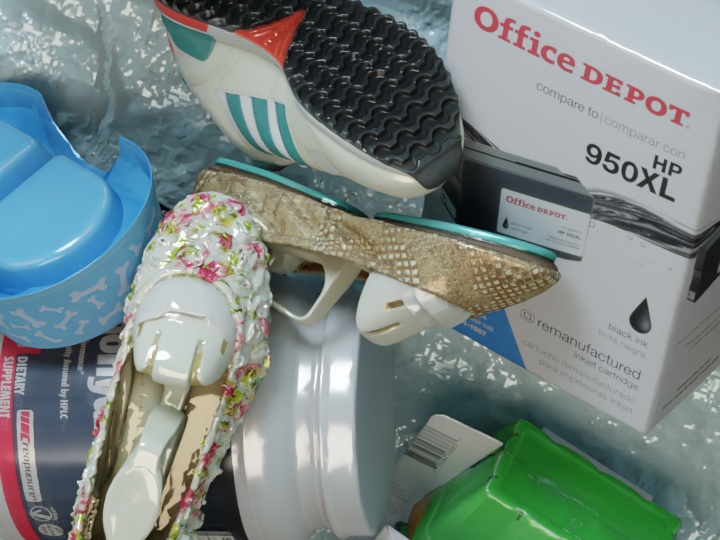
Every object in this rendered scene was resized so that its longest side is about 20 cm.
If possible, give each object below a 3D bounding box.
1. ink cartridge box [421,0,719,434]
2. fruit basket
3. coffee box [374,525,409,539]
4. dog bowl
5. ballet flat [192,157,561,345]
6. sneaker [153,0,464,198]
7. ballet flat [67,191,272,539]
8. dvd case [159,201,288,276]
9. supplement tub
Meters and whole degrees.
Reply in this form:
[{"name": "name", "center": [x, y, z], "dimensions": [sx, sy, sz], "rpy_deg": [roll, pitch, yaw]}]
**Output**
[{"name": "ink cartridge box", "center": [0.111, -0.047, 0.970], "dimensions": [0.145, 0.084, 0.200], "rpy_deg": [29, 134, 25]}, {"name": "fruit basket", "center": [0.082, 0.174, 1.156], "dimensions": [0.185, 0.094, 0.200], "rpy_deg": [32, 141, 0]}, {"name": "coffee box", "center": [-0.002, 0.227, 1.101], "dimensions": [0.080, 0.113, 0.200], "rpy_deg": [35, 156, 7]}, {"name": "dog bowl", "center": [-0.171, -0.026, 1.033], "dimensions": [0.200, 0.111, 0.050], "rpy_deg": [28, 154, 44]}, {"name": "ballet flat", "center": [0.000, 0.000, 0.978], "dimensions": [0.200, 0.070, 0.065], "rpy_deg": [15, 81, 34]}, {"name": "sneaker", "center": [-0.021, -0.079, 0.990], "dimensions": [0.200, 0.070, 0.093], "rpy_deg": [36, 152, 34]}, {"name": "ballet flat", "center": [-0.086, 0.064, 0.952], "dimensions": [0.076, 0.064, 0.200], "rpy_deg": [13, 96, 3]}, {"name": "dvd case", "center": [-0.115, 0.064, 1.152], "dimensions": [0.150, 0.025, 0.200], "rpy_deg": [30, 119, -7]}, {"name": "supplement tub", "center": [-0.090, 0.072, 1.057], "dimensions": [0.200, 0.140, 0.141], "rpy_deg": [-1, 119, 10]}]
